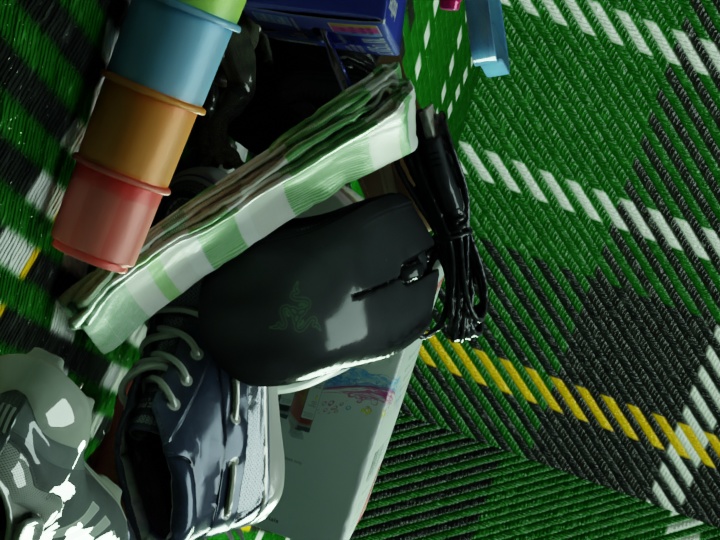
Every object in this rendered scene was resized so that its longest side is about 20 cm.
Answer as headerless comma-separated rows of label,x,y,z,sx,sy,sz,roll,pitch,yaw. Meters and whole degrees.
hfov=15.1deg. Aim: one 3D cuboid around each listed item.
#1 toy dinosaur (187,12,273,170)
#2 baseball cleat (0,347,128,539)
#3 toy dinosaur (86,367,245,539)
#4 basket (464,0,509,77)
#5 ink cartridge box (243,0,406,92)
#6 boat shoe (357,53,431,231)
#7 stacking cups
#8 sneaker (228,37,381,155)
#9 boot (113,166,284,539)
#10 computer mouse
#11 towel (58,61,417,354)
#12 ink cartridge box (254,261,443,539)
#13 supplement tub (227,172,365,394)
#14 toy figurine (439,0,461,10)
toy dinosaur,-0.071,-0.100,1.403,0.200,0.047,0.089,-52,147,-75
baseball cleat,-0.156,0.112,1.221,0.107,0.069,0.200,-61,162,-26
toy dinosaur,-0.121,0.120,1.507,0.200,0.104,0.182,74,16,-65
basket,0.080,-0.239,1.910,0.176,0.138,0.201,8,71,-85
ink cartridge box,-0.010,-0.184,1.349,0.136,0.076,0.201,17,82,-85
boat shoe,-0.003,-0.092,1.611,0.071,0.064,0.201,41,25,-47
stacking cups,-0.088,-0.100,1.196,0.061,0.060,0.201,-22,137,-84
sneaker,-0.018,-0.117,1.511,0.104,0.060,0.200,-59,-157,-18
boot,-0.092,0.048,1.462,0.090,0.072,0.201,-17,101,-54
computer mouse,0.000,0.000,1.471,0.199,0.053,0.139,-24,107,-38
towel,-0.056,-0.026,1.348,0.200,0.023,0.153,-36,173,-3
ink cartridge box,-0.040,0.062,1.820,0.145,0.144,0.201,-42,151,-80
supplement tub,-0.045,0.005,1.616,0.200,0.131,0.133,-8,118,-84
toy figurine,0.066,-0.241,1.501,0.184,0.149,0.201,-58,-146,33
